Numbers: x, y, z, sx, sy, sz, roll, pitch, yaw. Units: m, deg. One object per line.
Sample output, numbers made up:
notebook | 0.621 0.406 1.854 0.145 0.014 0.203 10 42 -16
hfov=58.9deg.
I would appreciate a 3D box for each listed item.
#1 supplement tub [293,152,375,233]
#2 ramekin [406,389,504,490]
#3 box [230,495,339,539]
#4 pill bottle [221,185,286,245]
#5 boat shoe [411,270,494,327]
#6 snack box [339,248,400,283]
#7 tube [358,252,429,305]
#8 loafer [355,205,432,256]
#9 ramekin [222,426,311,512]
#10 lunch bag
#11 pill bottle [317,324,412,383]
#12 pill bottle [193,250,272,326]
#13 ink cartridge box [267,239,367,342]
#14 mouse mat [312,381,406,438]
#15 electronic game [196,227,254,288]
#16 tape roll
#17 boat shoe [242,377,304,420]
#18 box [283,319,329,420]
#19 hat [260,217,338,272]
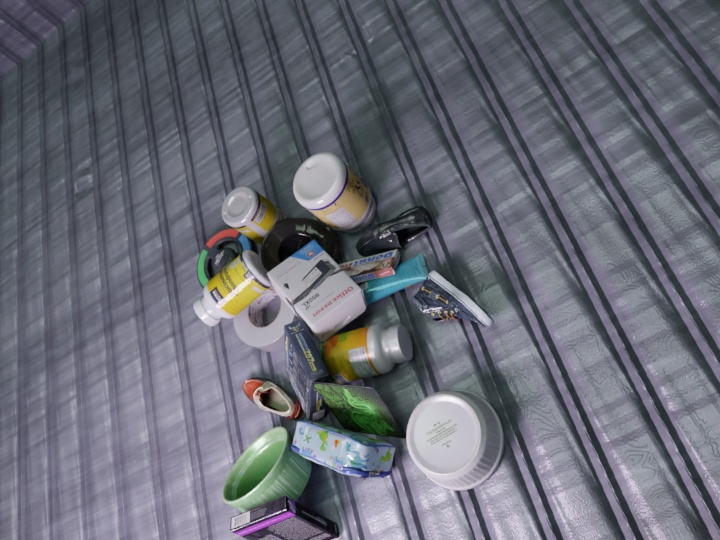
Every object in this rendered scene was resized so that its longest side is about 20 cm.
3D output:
supplement tub | -0.059 -0.186 1.584 0.144 0.200 0.147 -11 66 26
ramekin | 0.185 0.339 1.297 0.201 0.094 0.204 -11 66 26
box | -0.156 0.544 1.346 0.142 0.200 0.036 -27 42 17
pill bottle | -0.263 -0.132 1.678 0.111 0.200 0.112 -11 65 25
boat shoe | 0.201 0.087 1.409 0.091 0.071 0.200 -52 48 3
snack box | 0.000 0.000 1.559 0.199 0.024 0.072 -14 33 27
tube | 0.067 0.030 1.520 0.199 0.050 0.078 -26 54 14
loafer | 0.080 -0.085 1.542 0.200 0.068 0.071 -27 49 14
ramekin | -0.202 0.458 1.418 0.200 0.098 0.200 -38 17 14
lunch bag | -0.034 0.382 1.366 0.199 0.160 0.083 9 80 34
pill bottle | 0.012 0.186 1.446 0.199 0.111 0.112 -17 63 23
pill bottle | -0.324 0.049 1.614 0.200 0.112 0.112 -39 56 10
ink cartridge box | -0.101 0.046 1.492 0.144 0.084 0.200 -37 56 -13
mouse mat | -0.001 0.300 1.362 0.160 0.201 0.008 -1 48 29
electronic game | -0.383 -0.027 1.801 0.199 0.042 0.202 -11 66 26
tape roll | -0.231 0.106 1.646 0.199 0.066 0.202 -11 66 25
boat shoe | -0.223 0.311 1.561 0.199 0.062 0.072 20 83 35
box | -0.126 0.233 1.461 0.051 0.201 0.158 -18 54 -20
hat | -0.153 -0.041 1.645 0.199 0.081 0.202 -1 69 3
